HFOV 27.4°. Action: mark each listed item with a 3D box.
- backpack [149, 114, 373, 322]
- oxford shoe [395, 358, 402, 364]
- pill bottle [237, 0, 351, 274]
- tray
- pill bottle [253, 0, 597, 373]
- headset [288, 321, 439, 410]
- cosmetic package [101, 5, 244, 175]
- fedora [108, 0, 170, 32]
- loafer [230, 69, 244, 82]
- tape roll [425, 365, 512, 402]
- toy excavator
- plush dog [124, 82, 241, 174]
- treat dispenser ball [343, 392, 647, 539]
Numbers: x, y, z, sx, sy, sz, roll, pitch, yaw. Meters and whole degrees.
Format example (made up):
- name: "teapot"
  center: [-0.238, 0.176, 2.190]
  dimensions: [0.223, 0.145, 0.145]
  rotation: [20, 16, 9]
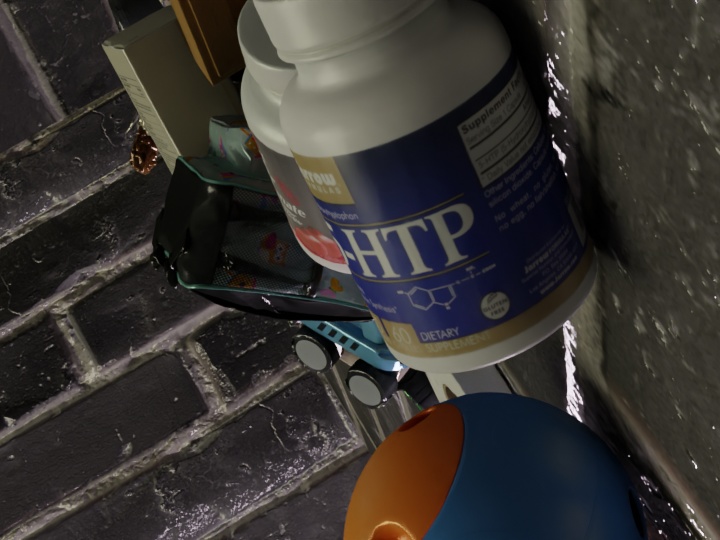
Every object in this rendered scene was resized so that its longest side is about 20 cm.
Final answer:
- name: "backpack"
  center: [-0.044, -0.037, 1.137]
  dimensions: [0.198, 0.155, 0.176]
  rotation: [18, -178, -18]
- name: "oxford shoe"
  center: [0.000, 0.000, 1.263]
  dimensions: [0.073, 0.083, 0.202]
  rotation: [93, 154, -65]
- name: "pill bottle"
  center: [-0.014, -0.095, 0.950]
  dimensions: [0.111, 0.110, 0.201]
  rotation: [56, 172, 35]
- name: "tray"
  center: [-0.097, -0.228, 1.066]
  dimensions: [0.037, 0.098, 0.201]
  rotation: [54, 171, 31]
- name: "pill bottle"
  center: [0.029, -0.063, 0.718]
  dimensions: [0.202, 0.119, 0.120]
  rotation: [63, 173, -24]
- name: "headset"
  center: [0.013, 0.089, 1.538]
  dimensions: [0.201, 0.094, 0.123]
  rotation: [51, 176, -21]
- name: "cosmetic package"
  center: [-0.133, -0.117, 1.240]
  dimensions: [0.202, 0.071, 0.105]
  rotation: [63, 168, -20]
- name: "fedora"
  center: [-0.298, -0.356, 2.095]
  dimensions: [0.202, 0.091, 0.201]
  rotation: [60, 174, 10]
- name: "loafer"
  center: [-0.088, -0.189, 1.237]
  dimensions: [0.201, 0.070, 0.069]
  rotation: [53, 140, 39]
- name: "tape roll"
  center: [0.112, 0.137, 1.291]
  dimensions: [0.204, 0.037, 0.203]
  rotation: [60, 174, 10]
- name: "toy excavator"
  center: [-0.014, -0.002, 1.364]
  dimensions: [0.193, 0.100, 0.201]
  rotation: [30, 139, 17]
- name: "plush dog"
  center: [-0.117, -0.143, 1.397]
  dimensions: [0.170, 0.162, 0.200]
  rotation: [21, -177, 1]
- name: "treat dispenser ball"
  center: [0.086, 0.181, 0.959]
  dimensions: [0.202, 0.199, 0.201]
  rotation: [59, 173, 11]
